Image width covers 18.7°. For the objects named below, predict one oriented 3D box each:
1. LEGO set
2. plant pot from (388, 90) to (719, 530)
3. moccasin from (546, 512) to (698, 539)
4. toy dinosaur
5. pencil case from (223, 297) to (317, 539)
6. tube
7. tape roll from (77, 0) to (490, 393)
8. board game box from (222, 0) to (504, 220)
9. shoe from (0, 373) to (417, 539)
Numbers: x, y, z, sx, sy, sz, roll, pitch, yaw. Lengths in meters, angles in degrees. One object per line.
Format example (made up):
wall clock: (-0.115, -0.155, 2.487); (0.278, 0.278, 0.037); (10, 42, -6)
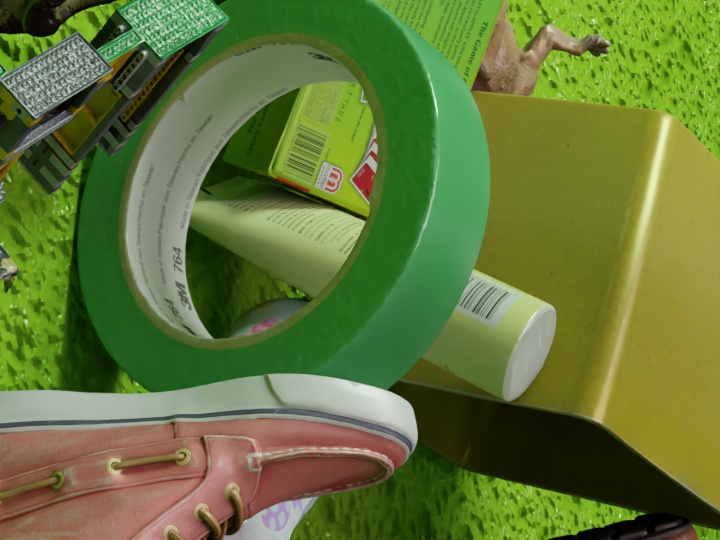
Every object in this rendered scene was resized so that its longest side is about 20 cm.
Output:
LEGO set: (-0.161, -0.092, 0.926); (0.154, 0.116, 0.200); (42, 36, -5)
plant pot: (0.113, 0.014, 1.184); (0.200, 0.199, 0.178); (35, 69, -49)
moccasin: (0.088, 0.185, 1.168); (0.199, 0.074, 0.079); (-10, 93, -14)
toy dinosaur: (0.067, -0.121, 1.298); (0.200, 0.085, 0.136); (51, 49, -32)
pencil case: (-0.057, 0.098, 1.026); (0.200, 0.090, 0.084); (-60, 154, -48)
tube: (0.000, 0.000, 1.071); (0.052, 0.199, 0.058); (-57, 158, -16)
tape roll: (-0.038, -0.030, 0.986); (0.048, 0.199, 0.202); (29, 58, -50)
board game box: (0.015, -0.130, 1.106); (0.101, 0.047, 0.202); (21, 89, -37)
shoe: (-0.073, 0.100, 0.910); (0.072, 0.198, 0.092); (93, -5, -59)
